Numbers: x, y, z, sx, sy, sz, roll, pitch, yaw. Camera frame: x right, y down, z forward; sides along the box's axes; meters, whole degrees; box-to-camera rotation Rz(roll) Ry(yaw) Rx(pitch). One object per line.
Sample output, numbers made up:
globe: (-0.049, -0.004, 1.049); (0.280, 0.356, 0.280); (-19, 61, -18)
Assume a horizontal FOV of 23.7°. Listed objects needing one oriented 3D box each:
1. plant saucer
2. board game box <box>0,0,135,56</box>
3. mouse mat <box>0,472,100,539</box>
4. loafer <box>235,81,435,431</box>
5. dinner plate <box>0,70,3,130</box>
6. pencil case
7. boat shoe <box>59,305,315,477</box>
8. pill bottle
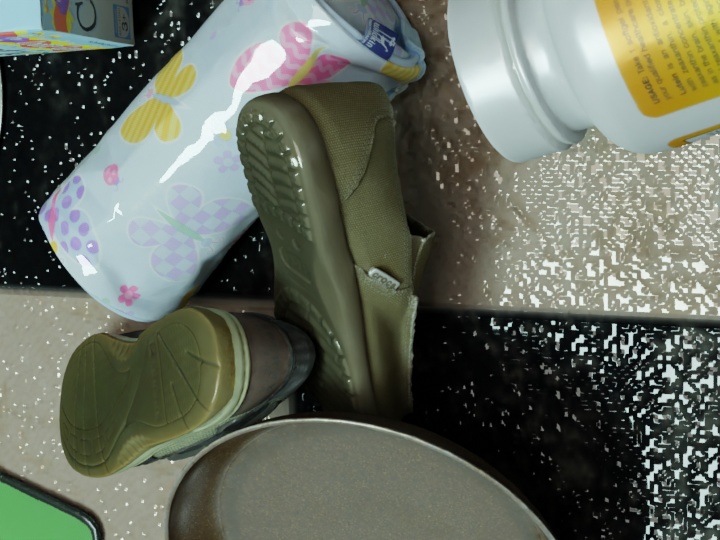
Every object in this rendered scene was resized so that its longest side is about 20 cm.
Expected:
plant saucer: (0.007, 0.135, 0.797); (0.199, 0.032, 0.201); (11, 129, 13)
board game box: (-0.223, -0.156, 0.839); (0.199, 0.103, 0.105); (-1, 92, 17)
mouse mat: (-0.231, 0.200, 0.967); (0.160, 0.008, 0.201); (21, 107, 20)
loafer: (0.000, 0.000, 0.771); (0.076, 0.067, 0.201); (43, 153, 42)
dinner plate: (-0.282, -0.099, 0.936); (0.199, 0.024, 0.201); (3, 98, 23)
pencil case: (-0.062, -0.064, 0.809); (0.200, 0.091, 0.083); (-43, 45, 22)
boat shoe: (-0.087, 0.060, 0.824); (0.201, 0.066, 0.072); (-24, 66, 58)
pill bottle: (0.141, -0.112, 0.693); (0.199, 0.111, 0.112); (-18, 90, 25)
